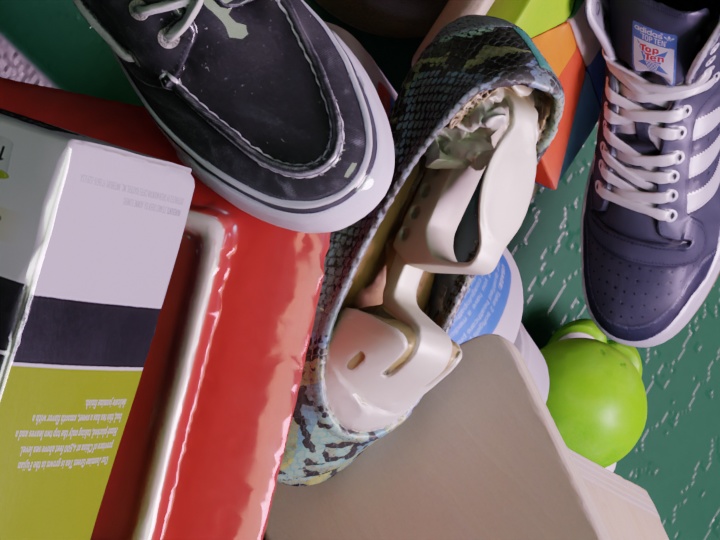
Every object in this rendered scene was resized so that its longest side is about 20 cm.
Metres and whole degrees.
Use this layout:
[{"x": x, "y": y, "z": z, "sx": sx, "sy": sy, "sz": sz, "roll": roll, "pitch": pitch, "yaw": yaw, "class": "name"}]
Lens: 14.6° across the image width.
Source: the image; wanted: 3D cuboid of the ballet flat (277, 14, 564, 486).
[{"x": 0.020, "y": 0.001, "z": 1.066, "sx": 0.074, "sy": 0.074, "sz": 0.201, "roll": 12, "pitch": 104, "yaw": -44, "class": "ballet flat"}]

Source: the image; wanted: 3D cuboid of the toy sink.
[{"x": 0.063, "y": 0.148, "z": 1.123, "sx": 0.130, "sy": 0.201, "sz": 0.112, "roll": -33, "pitch": 154, "yaw": 15, "class": "toy sink"}]

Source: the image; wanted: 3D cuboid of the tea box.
[{"x": -0.187, "y": 0.027, "z": 0.922, "sx": 0.134, "sy": 0.199, "sz": 0.198, "roll": 13, "pitch": 95, "yaw": -76, "class": "tea box"}]

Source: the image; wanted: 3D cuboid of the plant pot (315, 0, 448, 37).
[{"x": 0.038, "y": -0.197, "z": 1.201, "sx": 0.199, "sy": 0.027, "sz": 0.201, "roll": -14, "pitch": 111, "yaw": -40, "class": "plant pot"}]

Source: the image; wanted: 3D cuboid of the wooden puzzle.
[{"x": 0.096, "y": -0.120, "z": 1.212, "sx": 0.185, "sy": 0.037, "sz": 0.200, "roll": -58, "pitch": 160, "yaw": -14, "class": "wooden puzzle"}]

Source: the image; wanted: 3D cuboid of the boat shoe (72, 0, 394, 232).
[{"x": -0.063, "y": -0.099, "z": 0.973, "sx": 0.072, "sy": 0.200, "sz": 0.068, "roll": -36, "pitch": 164, "yaw": 0, "class": "boat shoe"}]

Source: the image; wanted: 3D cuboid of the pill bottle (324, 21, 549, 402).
[{"x": 0.000, "y": 0.000, "z": 1.168, "sx": 0.112, "sy": 0.112, "sz": 0.200, "roll": -52, "pitch": 130, "yaw": -18, "class": "pill bottle"}]

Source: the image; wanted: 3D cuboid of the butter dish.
[{"x": -0.111, "y": 0.041, "z": 1.056, "sx": 0.148, "sy": 0.199, "sz": 0.201, "roll": 39, "pitch": 64, "yaw": -77, "class": "butter dish"}]

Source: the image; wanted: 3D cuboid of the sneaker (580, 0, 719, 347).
[{"x": 0.127, "y": -0.064, "z": 1.206, "sx": 0.108, "sy": 0.070, "sz": 0.201, "roll": -3, "pitch": 109, "yaw": -69, "class": "sneaker"}]

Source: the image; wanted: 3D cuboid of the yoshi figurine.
[{"x": 0.070, "y": 0.107, "z": 1.271, "sx": 0.112, "sy": 0.112, "sz": 0.201, "roll": 38, "pitch": 73, "yaw": -35, "class": "yoshi figurine"}]

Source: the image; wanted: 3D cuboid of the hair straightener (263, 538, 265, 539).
[{"x": 0.029, "y": 0.106, "z": 1.187, "sx": 0.199, "sy": 0.077, "sz": 0.041, "roll": 11, "pitch": 65, "yaw": -8, "class": "hair straightener"}]
